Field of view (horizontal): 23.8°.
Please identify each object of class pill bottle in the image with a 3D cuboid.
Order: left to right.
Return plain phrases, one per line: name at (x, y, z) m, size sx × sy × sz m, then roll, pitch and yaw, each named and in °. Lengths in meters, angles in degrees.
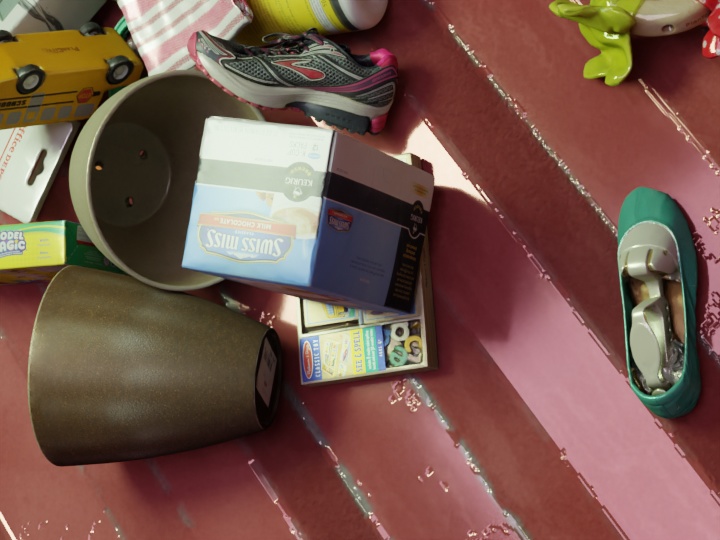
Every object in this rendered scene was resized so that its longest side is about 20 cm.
pill bottle at (-0.081, -0.270, 1.610) m, size 0.198 × 0.112 × 0.113 m, roll -5°, pitch 79°, yaw 25°

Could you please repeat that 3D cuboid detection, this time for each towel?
towel at (-0.187, -0.285, 1.592) m, size 0.146 × 0.030 × 0.201 m, roll -31°, pitch 79°, yaw 41°

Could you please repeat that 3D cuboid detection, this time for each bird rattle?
bird rattle at (0.261, -0.246, 1.446) m, size 0.198 × 0.113 × 0.164 m, roll -13°, pitch 60°, yaw 21°

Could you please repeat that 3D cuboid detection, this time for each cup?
cup at (-0.197, -0.087, 1.612) m, size 0.143 × 0.199 × 0.202 m, roll 8°, pitch 85°, yaw 56°

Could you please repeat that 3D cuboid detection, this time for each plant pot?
plant pot at (-0.179, 0.093, 1.579) m, size 0.198 × 0.187 × 0.189 m, roll 2°, pitch 83°, yaw 13°

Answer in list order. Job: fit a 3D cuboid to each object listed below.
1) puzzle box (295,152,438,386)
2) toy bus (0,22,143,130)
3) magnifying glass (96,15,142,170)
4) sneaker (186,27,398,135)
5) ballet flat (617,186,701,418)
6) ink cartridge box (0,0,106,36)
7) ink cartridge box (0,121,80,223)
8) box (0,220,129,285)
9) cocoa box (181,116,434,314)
puzzle box at (0.000, 0.000, 1.575) m, size 0.132 × 0.025 × 0.202 m, roll -10°, pitch 78°, yaw 26°
toy bus at (-0.310, -0.185, 1.650) m, size 0.065 × 0.199 × 0.079 m, roll 47°, pitch 128°, yaw 26°
magnifying glass at (-0.237, -0.169, 1.724) m, size 0.079 × 0.022 × 0.202 m, roll 17°, pitch 91°, yaw 28°
sneaker at (-0.062, -0.187, 1.554) m, size 0.081 × 0.198 × 0.075 m, roll -119°, pitch 46°, yaw -60°
ballet flat at (0.246, 0.022, 1.423) m, size 0.067 × 0.070 × 0.202 m, roll -11°, pitch 77°, yaw 25°
ink cartridge box at (-0.352, -0.284, 1.728) m, size 0.145 × 0.084 × 0.201 m, roll 30°, pitch 73°, yaw 26°
ink cartridge box at (-0.370, -0.129, 1.757) m, size 0.199 × 0.068 × 0.117 m, roll 27°, pitch 94°, yaw 28°
box at (-0.339, -0.015, 1.695) m, size 0.198 × 0.117 × 0.049 m, roll -6°, pitch 81°, yaw 26°
cocoa box at (-0.041, -0.043, 1.475) m, size 0.132 × 0.200 × 0.133 m, roll 8°, pitch 86°, yaw 28°
